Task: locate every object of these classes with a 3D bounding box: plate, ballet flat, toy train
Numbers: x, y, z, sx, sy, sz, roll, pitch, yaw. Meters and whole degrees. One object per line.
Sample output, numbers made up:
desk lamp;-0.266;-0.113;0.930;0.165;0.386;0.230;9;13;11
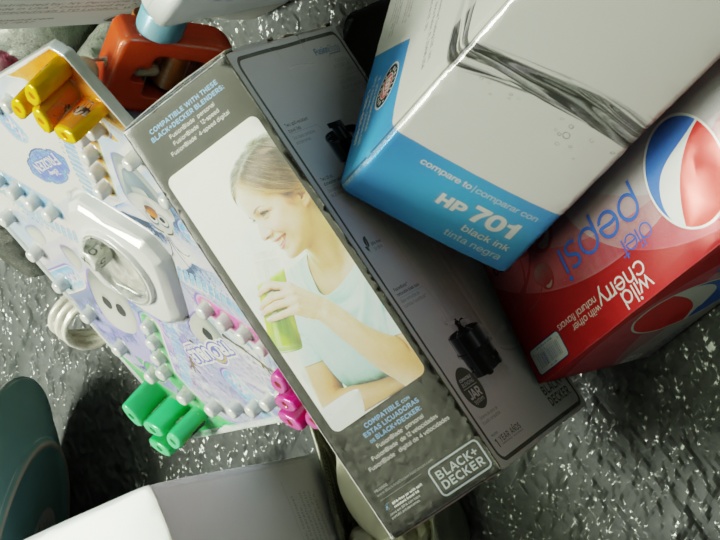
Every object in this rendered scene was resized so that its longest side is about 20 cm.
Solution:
plate;-0.190;0.158;1.478;0.026;0.200;0.201;8;107;11
ballet flat;0.000;0.058;1.270;0.067;0.064;0.200;-23;78;22
toy train;-0.086;-0.053;1.307;0.056;0.150;0.200;-114;33;-44

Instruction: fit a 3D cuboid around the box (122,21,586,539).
box;0.000;0.000;1.122;0.060;0.117;0.200;-35;88;24

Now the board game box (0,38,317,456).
board game box;-0.108;-0.001;1.203;0.200;0.026;0.200;50;156;-11

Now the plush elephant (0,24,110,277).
plush elephant;-0.193;-0.107;1.441;0.165;0.155;0.200;34;173;-2

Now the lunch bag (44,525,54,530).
lunch bag;-0.106;0.221;1.439;0.160;0.075;0.201;6;102;50

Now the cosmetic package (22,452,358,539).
cosmetic package;-0.108;0.178;1.266;0.199;0.200;0.123;-25;82;24

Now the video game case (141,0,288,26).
video game case;0.025;-0.176;1.103;0.023;0.182;0.200;59;138;16

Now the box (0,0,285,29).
box;-0.095;-0.217;1.236;0.200;0.199;0.172;-22;79;52

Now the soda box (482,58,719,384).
soda box;0.136;-0.029;1.078;0.200;0.070;0.064;-42;66;48

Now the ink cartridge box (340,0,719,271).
ink cartridge box;0.084;-0.118;1.062;0.200;0.086;0.147;-45;22;45

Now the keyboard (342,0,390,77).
keyboard;0.039;-0.032;1.230;0.104;0.040;0.201;-17;72;49
